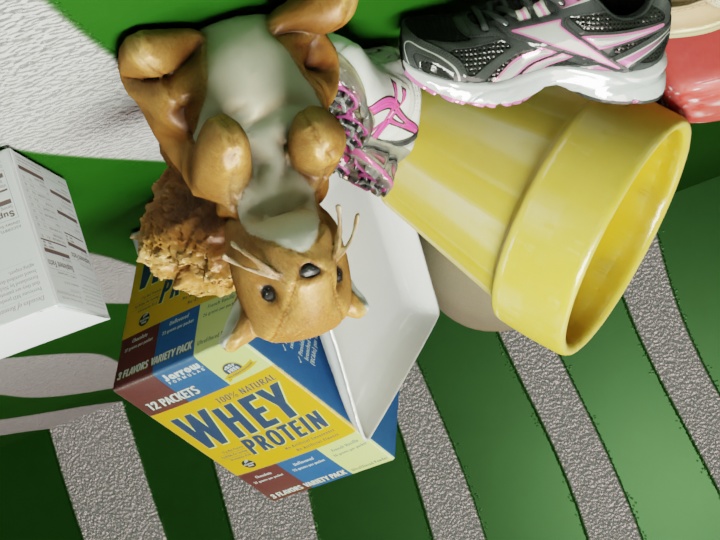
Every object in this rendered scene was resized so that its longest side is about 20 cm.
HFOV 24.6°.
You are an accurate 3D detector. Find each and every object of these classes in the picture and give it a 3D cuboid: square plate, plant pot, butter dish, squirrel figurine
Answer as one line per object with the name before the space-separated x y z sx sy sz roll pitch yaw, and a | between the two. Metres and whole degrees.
square plate | 0.000 0.000 1.315 0.028 0.200 0.200 -6 -153 25
plant pot | 0.125 -0.067 1.262 0.201 0.188 0.202 -50 159 -27
butter dish | 0.289 -0.166 1.259 0.198 0.149 0.199 -20 174 10
squirrel figurine | -0.062 -0.046 0.984 0.140 0.189 0.200 -17 174 -22
plant pot | 0.144 -0.050 1.835 0.185 0.189 0.200 -20 160 2

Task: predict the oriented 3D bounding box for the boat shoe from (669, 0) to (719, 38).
boat shoe | 0.260 -0.217 1.125 0.198 0.072 0.065 -16 155 16

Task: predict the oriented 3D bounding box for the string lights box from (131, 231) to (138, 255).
string lights box | -0.112 -0.033 1.570 0.198 0.060 0.103 -20 171 -4

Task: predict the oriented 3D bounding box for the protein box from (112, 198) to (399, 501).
protein box | -0.075 0.046 1.365 0.134 0.200 0.200 -23 134 31

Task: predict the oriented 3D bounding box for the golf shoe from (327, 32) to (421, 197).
golf shoe | -0.001 -0.126 1.135 0.093 0.072 0.200 -61 165 -9

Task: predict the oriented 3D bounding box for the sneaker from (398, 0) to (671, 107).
sneaker | 0.119 -0.167 1.107 0.198 0.081 0.087 -4 127 -19

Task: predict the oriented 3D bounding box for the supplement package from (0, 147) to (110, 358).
supplement package | -0.294 0.012 1.129 0.198 0.112 0.156 -19 174 2
